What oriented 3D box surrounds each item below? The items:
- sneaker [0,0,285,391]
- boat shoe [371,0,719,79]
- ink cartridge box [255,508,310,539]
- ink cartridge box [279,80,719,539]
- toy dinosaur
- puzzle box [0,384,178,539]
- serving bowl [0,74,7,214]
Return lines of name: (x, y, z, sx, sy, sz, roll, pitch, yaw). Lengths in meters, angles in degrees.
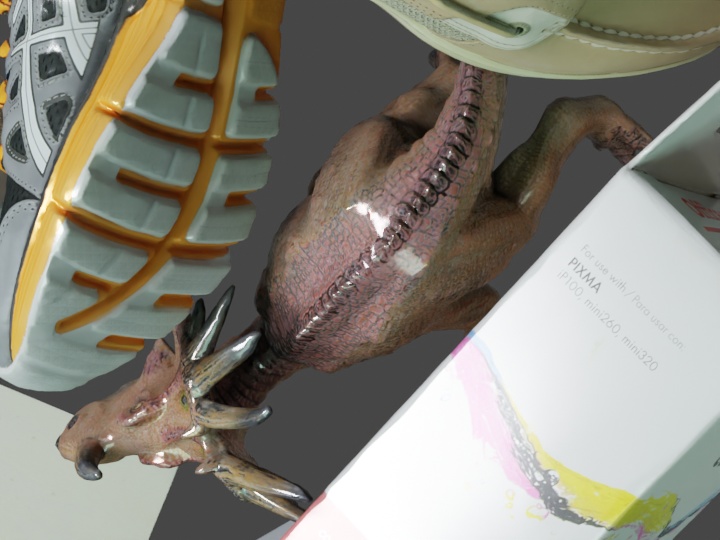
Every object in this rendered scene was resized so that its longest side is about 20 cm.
sneaker: (-0.067, -0.065, 0.782, 0.077, 0.201, 0.078, 17, 178, 31)
boat shoe: (0.036, -0.091, 0.722, 0.200, 0.072, 0.065, 14, 177, -36)
ink cartridge box: (0.050, 0.180, 0.965, 0.200, 0.145, 0.145, 40, 131, -20)
ink cartridge box: (0.070, 0.038, 0.792, 0.068, 0.116, 0.200, 45, 103, 14)
toy dinosaur: (0.000, 0.000, 0.809, 0.086, 0.135, 0.200, 44, 137, 14)
puzzle box: (-0.177, 0.087, 0.975, 0.200, 0.133, 0.025, 23, 170, -2)
serving bowl: (-0.170, -0.040, 0.870, 0.200, 0.066, 0.200, 14, 158, 6)
